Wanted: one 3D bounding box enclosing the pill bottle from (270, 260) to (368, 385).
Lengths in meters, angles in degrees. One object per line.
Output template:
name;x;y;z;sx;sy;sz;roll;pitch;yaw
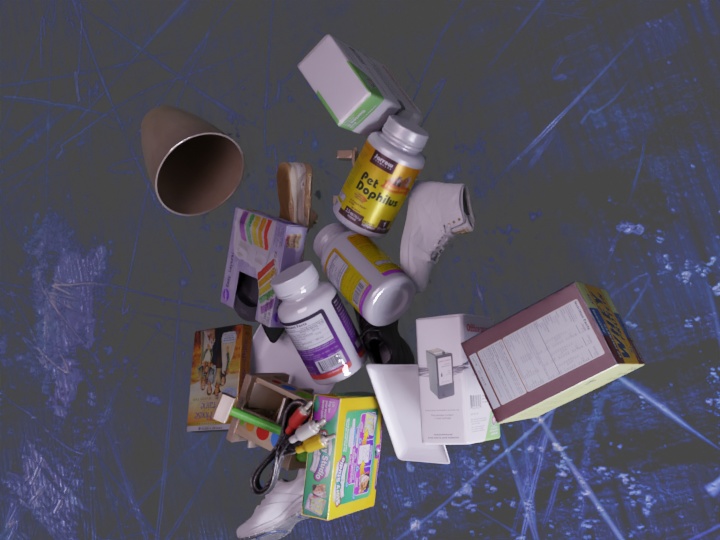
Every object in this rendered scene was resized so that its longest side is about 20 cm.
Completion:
pill bottle;-0.076;0.089;1.583;0.111;0.111;0.201;-19;107;25

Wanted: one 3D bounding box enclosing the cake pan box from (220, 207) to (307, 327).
cake pan box;-0.184;-0.005;1.690;0.184;0.052;0.201;23;105;50

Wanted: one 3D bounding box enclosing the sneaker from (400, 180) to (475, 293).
sneaker;0.137;-0.057;1.565;0.115;0.074;0.201;4;85;31

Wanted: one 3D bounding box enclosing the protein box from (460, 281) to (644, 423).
protein box;0.297;0.127;1.388;0.200;0.198;0.135;-31;72;22

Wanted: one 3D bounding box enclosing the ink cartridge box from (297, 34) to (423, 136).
ink cartridge box;0.004;-0.312;1.592;0.084;0.200;0.146;-42;67;21

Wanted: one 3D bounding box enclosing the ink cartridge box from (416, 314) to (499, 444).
ink cartridge box;0.161;0.177;1.478;0.084;0.145;0.201;-6;81;28

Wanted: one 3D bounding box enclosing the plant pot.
plant pot;-0.357;-0.242;1.805;0.188;0.187;0.200;-52;51;14

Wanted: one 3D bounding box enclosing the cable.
cable;-0.129;0.287;1.487;0.200;0.050;0.097;-42;72;18

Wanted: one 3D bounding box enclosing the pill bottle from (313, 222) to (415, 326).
pill bottle;0.000;0.000;1.573;0.104;0.104;0.200;-54;50;13

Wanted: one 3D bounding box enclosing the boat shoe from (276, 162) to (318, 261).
boat shoe;-0.113;-0.105;1.702;0.074;0.069;0.201;28;122;55

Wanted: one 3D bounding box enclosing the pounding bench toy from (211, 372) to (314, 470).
pounding bench toy;-0.143;0.265;1.574;0.156;0.200;0.125;21;95;29

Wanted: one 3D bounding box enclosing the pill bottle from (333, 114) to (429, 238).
pill bottle;0.040;-0.164;1.574;0.109;0.109;0.201;38;113;26

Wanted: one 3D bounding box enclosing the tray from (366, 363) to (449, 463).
tray;0.085;0.240;1.541;0.107;0.022;0.201;-3;116;33

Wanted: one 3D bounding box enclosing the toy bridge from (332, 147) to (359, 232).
toy bridge;-0.016;-0.130;1.681;0.067;0.027;0.201;3;86;26

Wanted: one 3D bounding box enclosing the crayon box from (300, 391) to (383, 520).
crayon box;-0.027;0.313;1.558;0.058;0.172;0.201;5;87;28

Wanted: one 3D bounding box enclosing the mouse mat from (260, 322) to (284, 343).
mouse mat;-0.168;0.016;1.713;0.161;0.008;0.200;-56;47;29

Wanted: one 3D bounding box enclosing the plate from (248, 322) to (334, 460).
plate;-0.152;0.222;1.714;0.199;0.032;0.200;36;101;26

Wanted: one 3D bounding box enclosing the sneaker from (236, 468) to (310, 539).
sneaker;-0.149;0.440;1.679;0.200;0.074;0.087;-33;58;14

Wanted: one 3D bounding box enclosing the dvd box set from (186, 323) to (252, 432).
dvd box set;-0.273;0.210;1.749;0.146;0.029;0.201;-10;71;40

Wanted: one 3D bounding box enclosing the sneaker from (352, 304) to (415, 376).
sneaker;0.030;0.100;1.597;0.076;0.091;0.201;-34;68;22
